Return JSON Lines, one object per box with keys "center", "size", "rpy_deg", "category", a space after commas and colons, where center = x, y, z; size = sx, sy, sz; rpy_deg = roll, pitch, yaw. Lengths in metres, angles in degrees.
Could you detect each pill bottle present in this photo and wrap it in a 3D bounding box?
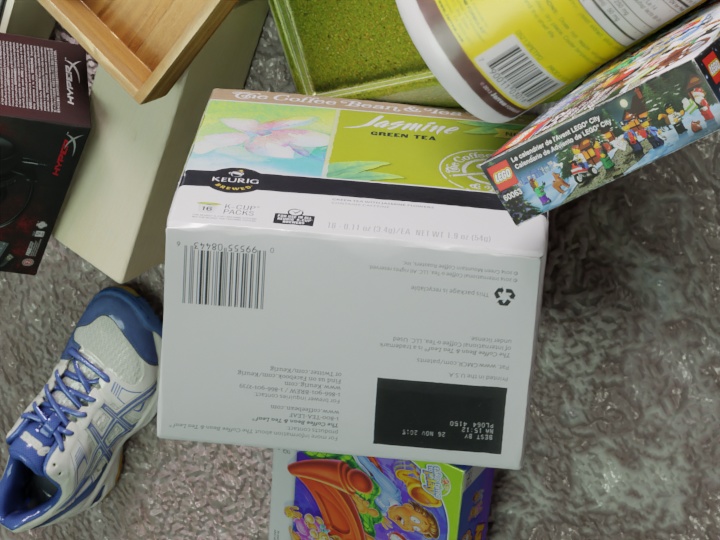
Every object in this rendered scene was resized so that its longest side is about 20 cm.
{"center": [0.123, -0.169, 1.251], "size": [0.200, 0.109, 0.109], "rpy_deg": [-31, 90, 20], "category": "pill bottle"}

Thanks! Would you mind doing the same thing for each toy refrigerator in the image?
{"center": [-0.128, -0.098, 1.503], "size": [0.070, 0.076, 0.200], "rpy_deg": [34, 126, 19], "category": "toy refrigerator"}

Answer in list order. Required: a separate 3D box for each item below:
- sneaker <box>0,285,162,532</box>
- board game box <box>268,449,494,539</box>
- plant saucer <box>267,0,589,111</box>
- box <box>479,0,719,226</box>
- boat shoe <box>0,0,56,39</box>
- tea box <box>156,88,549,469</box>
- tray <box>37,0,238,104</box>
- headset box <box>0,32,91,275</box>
{"center": [-0.192, 0.102, 1.628], "size": [0.075, 0.088, 0.200], "rpy_deg": [35, 125, 21], "category": "sneaker"}
{"center": [0.010, 0.166, 1.518], "size": [0.134, 0.045, 0.200], "rpy_deg": [22, 129, 23], "category": "board game box"}
{"center": [0.013, -0.175, 1.386], "size": [0.200, 0.048, 0.200], "rpy_deg": [-9, 104, 37], "category": "plant saucer"}
{"center": [0.163, -0.100, 1.212], "size": [0.137, 0.200, 0.038], "rpy_deg": [-25, 99, 39], "category": "box"}
{"center": [-0.242, -0.139, 1.566], "size": [0.063, 0.074, 0.201], "rpy_deg": [29, 129, 13], "category": "boat shoe"}
{"center": [0.000, 0.000, 1.333], "size": [0.200, 0.197, 0.134], "rpy_deg": [5, 115, 1], "category": "tea box"}
{"center": [-0.097, -0.202, 1.376], "size": [0.099, 0.037, 0.200], "rpy_deg": [45, 118, 8], "category": "tray"}
{"center": [-0.283, -0.080, 1.494], "size": [0.149, 0.200, 0.075], "rpy_deg": [119, 151, -44], "category": "headset box"}
